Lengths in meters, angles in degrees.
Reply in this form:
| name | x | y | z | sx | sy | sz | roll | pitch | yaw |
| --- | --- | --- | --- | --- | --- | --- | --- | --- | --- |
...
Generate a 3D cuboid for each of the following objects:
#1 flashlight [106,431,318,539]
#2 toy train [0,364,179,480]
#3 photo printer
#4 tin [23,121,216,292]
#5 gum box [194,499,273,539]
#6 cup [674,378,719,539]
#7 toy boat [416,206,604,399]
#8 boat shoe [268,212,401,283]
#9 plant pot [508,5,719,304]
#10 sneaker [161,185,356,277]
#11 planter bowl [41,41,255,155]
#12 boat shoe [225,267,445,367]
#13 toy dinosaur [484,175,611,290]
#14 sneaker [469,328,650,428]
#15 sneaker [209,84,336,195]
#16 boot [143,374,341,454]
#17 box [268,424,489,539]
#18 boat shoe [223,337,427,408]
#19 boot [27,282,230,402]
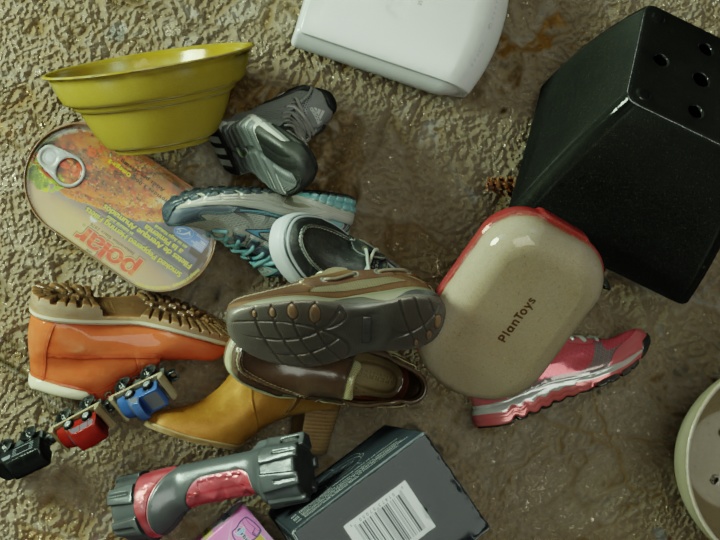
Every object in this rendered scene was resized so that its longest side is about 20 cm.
| name | x | y | z | sx | sy | sz | roll | pitch | yaw |
| --- | --- | --- | --- | --- | --- | --- | --- | --- | --- |
| flashlight | -0.135 | 0.205 | 1.415 | 0.198 | 0.068 | 0.068 | -13 | 112 | 23 |
| toy train | -0.255 | 0.143 | 1.424 | 0.199 | 0.046 | 0.034 | -27 | 122 | 11 |
| photo printer | 0.047 | -0.270 | 1.524 | 0.198 | 0.069 | 0.168 | 18 | 83 | -7 |
| tin | -0.232 | -0.059 | 1.481 | 0.199 | 0.042 | 0.112 | 35 | 77 | -5 |
| gum box | -0.092 | 0.333 | 1.456 | 0.113 | 0.066 | 0.200 | -40 | 93 | -8 |
| cup | 0.387 | 0.188 | 1.506 | 0.198 | 0.143 | 0.203 | 1 | 86 | -10 |
| toy boat | 0.133 | 0.020 | 1.450 | 0.130 | 0.131 | 0.201 | 28 | 114 | -16 |
| boat shoe | 0.000 | 0.000 | 1.451 | 0.199 | 0.070 | 0.073 | 31 | 66 | -40 |
| plant pot | 0.279 | -0.125 | 1.457 | 0.198 | 0.178 | 0.201 | 24 | 52 | -6 |
| sneaker | -0.093 | -0.036 | 1.463 | 0.198 | 0.077 | 0.087 | 2 | 93 | -27 |
| planter bowl | -0.190 | -0.156 | 1.426 | 0.198 | 0.200 | 0.084 | -10 | 104 | -10 |
| boat shoe | -0.025 | 0.036 | 1.382 | 0.198 | 0.072 | 0.076 | -1 | 124 | -15 |
| toy dinosaur | 0.218 | -0.039 | 1.538 | 0.198 | 0.102 | 0.137 | 16 | 68 | 11 |
| sneaker | 0.193 | 0.085 | 1.519 | 0.198 | 0.074 | 0.088 | -21 | 88 | -10 |
| sneaker | -0.062 | -0.135 | 1.440 | 0.115 | 0.200 | 0.076 | -31 | 115 | -18 |
| boot | -0.102 | 0.095 | 1.459 | 0.199 | 0.071 | 0.146 | 8 | 94 | -27 |
| box | 0.011 | 0.230 | 1.414 | 0.148 | 0.200 | 0.108 | -36 | 93 | -9 |
| boat shoe | -0.025 | 0.089 | 1.418 | 0.201 | 0.075 | 0.076 | 8 | 94 | -31 |
| boot | -0.220 | 0.078 | 1.464 | 0.198 | 0.075 | 0.108 | 7 | 104 | -15 |
